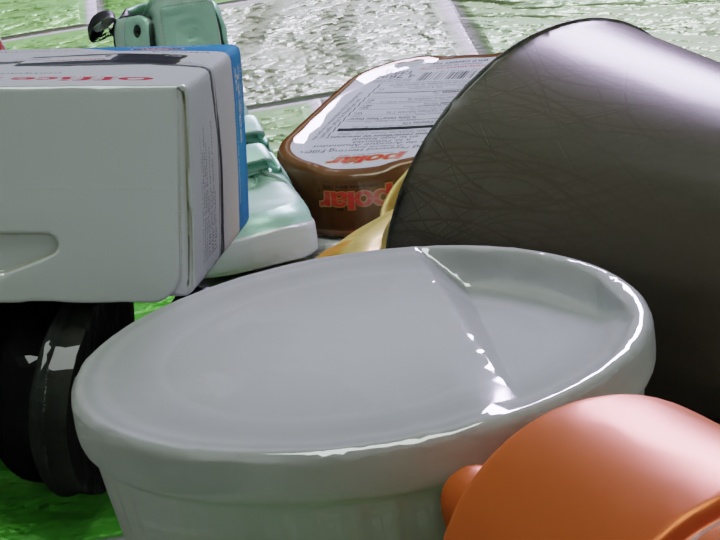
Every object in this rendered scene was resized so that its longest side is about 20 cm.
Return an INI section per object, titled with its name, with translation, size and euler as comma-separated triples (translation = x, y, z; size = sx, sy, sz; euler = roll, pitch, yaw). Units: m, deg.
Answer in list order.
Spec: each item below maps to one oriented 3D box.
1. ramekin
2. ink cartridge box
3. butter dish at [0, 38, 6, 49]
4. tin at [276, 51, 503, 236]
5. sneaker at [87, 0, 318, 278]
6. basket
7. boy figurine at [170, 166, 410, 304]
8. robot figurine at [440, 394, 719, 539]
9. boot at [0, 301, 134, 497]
[ramekin]
translation = 0.006, 0.067, 1.030
size = 0.202, 0.095, 0.202
euler = -8, 18, 3
[ink cartridge box]
translation = -0.127, -0.043, 1.196
size = 0.145, 0.084, 0.200
euler = 0, 8, 4
[butter dish]
translation = -0.310, -0.140, 1.669
size = 0.148, 0.200, 0.199
euler = -40, 29, -15
[tin]
translation = 0.027, -0.067, 1.491
size = 0.112, 0.042, 0.200
euler = -5, 19, 21
[sneaker]
translation = -0.079, -0.071, 1.420
size = 0.074, 0.119, 0.200
euler = -13, 21, -17
[basket]
translation = 0.141, -0.009, 1.142
size = 0.180, 0.136, 0.200
euler = -36, 35, -31
[boy figurine]
translation = 0.000, 0.000, 1.229
size = 0.200, 0.065, 0.124
euler = -34, -3, -40
[robot figurine]
translation = 0.098, 0.104, 0.856
size = 0.144, 0.117, 0.200
euler = 18, 6, -29
[boot]
translation = -0.174, 0.042, 1.194
size = 0.157, 0.080, 0.211
euler = -1, 9, -1
